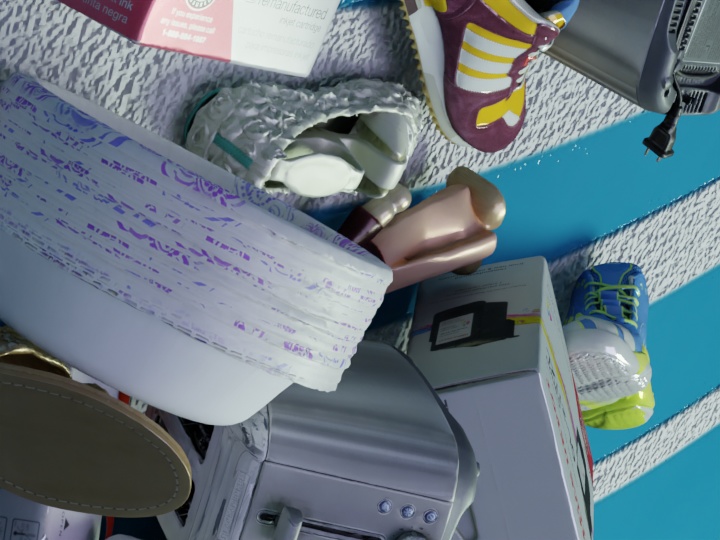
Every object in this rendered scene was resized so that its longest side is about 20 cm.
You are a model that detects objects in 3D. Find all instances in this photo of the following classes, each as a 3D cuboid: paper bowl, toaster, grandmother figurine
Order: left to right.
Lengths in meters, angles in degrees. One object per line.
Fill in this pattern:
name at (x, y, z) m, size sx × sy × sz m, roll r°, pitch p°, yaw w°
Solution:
paper bowl at (-0.093, -0.002, 1.213) m, size 0.201 × 0.200 × 0.105 m, roll 21°, pitch 97°, yaw -59°
toaster at (-0.033, 0.094, 1.348) m, size 0.129 × 0.200 × 0.114 m, roll 12°, pitch 109°, yaw -21°
grandmother figurine at (0.000, 0.000, 1.489) m, size 0.200 × 0.061 × 0.122 m, roll -28°, pitch 144°, yaw -41°
toaster at (0.165, -0.178, 1.518) m, size 0.113 × 0.129 × 0.201 m, roll -4°, pitch 118°, yaw -54°

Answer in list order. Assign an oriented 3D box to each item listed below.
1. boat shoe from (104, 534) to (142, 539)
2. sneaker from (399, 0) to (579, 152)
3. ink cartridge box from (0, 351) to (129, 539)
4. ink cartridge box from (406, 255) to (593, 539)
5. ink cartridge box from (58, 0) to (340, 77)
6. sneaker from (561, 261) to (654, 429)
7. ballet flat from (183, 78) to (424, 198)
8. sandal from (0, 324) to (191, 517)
boat shoe at (-0.097, 0.204, 1.308) m, size 0.072 × 0.068 × 0.200 m, roll -37°, pitch 143°, yaw -16°
sneaker at (0.080, -0.130, 1.453) m, size 0.200 × 0.090 × 0.075 m, roll 64°, pitch 35°, yaw -55°
ink cartridge box at (-0.138, 0.127, 1.308) m, size 0.200 × 0.057 × 0.163 m, roll 24°, pitch 72°, yaw -70°
ink cartridge box at (0.083, 0.096, 1.532) m, size 0.200 × 0.083 × 0.146 m, roll -77°, pitch 154°, yaw -71°
ink cartridge box at (-0.054, -0.202, 1.219) m, size 0.146 × 0.083 × 0.201 m, roll 5°, pitch 111°, yaw -57°
sneaker at (0.151, 0.037, 1.718) m, size 0.200 × 0.075 × 0.105 m, roll 61°, pitch 27°, yaw -73°
ballet flat at (-0.016, -0.061, 1.412) m, size 0.200 × 0.072 × 0.072 m, roll -7°, pitch 121°, yaw -54°
sandal at (-0.174, 0.047, 1.187) m, size 0.070 × 0.211 × 0.078 m, roll -83°, pitch -172°, yaw -49°
